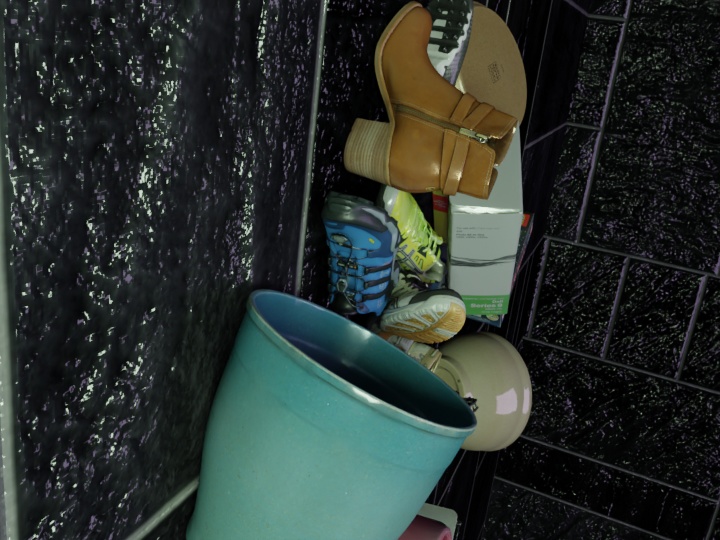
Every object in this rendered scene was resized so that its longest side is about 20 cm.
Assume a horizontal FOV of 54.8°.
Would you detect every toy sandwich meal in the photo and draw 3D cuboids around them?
[{"bbox_3d":[0.146,-0.243,0.906,0.202,0.069,0.212,9,78,-45],"label":"toy sandwich meal"}]

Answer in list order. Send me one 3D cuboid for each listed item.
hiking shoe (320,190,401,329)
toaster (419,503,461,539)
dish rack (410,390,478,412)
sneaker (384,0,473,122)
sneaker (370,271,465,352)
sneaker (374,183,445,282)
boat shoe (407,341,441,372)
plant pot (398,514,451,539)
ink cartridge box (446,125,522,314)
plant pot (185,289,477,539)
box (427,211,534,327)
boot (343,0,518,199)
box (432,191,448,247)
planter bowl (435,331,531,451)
[{"bbox_3d":[0.000,0.000,0.691,0.201,0.072,0.089,65,42,-60],"label":"hiking shoe"},{"bbox_3d":[0.108,0.514,1.234,0.201,0.115,0.185,73,32,-64],"label":"toaster"},{"bbox_3d":[0.019,0.160,0.689,0.153,0.195,0.056,5,75,-70],"label":"dish rack"},{"bbox_3d":[0.083,-0.213,0.790,0.090,0.065,0.205,25,83,-66],"label":"sneaker"},{"bbox_3d":[0.055,0.036,0.792,0.199,0.074,0.090,-29,-137,61],"label":"sneaker"},{"bbox_3d":[0.061,-0.047,0.824,0.201,0.074,0.077,60,48,-64],"label":"sneaker"},{"bbox_3d":[0.060,0.199,1.007,0.073,0.061,0.205,54,53,-66],"label":"boat shoe"},{"bbox_3d":[-0.016,0.336,0.715,0.199,0.174,0.206,14,90,-70],"label":"plant pot"},{"bbox_3d":[0.147,-0.062,0.851,0.202,0.081,0.149,82,11,-54],"label":"ink cartridge box"},{"bbox_3d":[-0.038,0.148,0.540,0.192,0.197,0.199,-62,161,7],"label":"plant pot"},{"bbox_3d":[0.185,-0.020,1.101,0.038,0.133,0.203,76,33,-52],"label":"box"},{"bbox_3d":[0.082,-0.169,0.686,0.077,0.151,0.204,62,45,-61],"label":"boot"},{"bbox_3d":[0.139,-0.127,1.029,0.203,0.049,0.076,81,31,-49],"label":"box"},{"bbox_3d":[0.170,0.206,1.172,0.132,0.198,0.206,5,100,-42],"label":"planter bowl"}]
